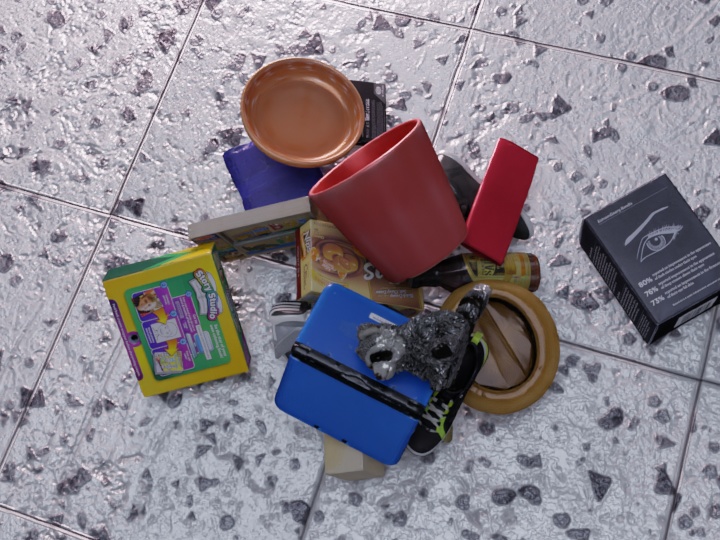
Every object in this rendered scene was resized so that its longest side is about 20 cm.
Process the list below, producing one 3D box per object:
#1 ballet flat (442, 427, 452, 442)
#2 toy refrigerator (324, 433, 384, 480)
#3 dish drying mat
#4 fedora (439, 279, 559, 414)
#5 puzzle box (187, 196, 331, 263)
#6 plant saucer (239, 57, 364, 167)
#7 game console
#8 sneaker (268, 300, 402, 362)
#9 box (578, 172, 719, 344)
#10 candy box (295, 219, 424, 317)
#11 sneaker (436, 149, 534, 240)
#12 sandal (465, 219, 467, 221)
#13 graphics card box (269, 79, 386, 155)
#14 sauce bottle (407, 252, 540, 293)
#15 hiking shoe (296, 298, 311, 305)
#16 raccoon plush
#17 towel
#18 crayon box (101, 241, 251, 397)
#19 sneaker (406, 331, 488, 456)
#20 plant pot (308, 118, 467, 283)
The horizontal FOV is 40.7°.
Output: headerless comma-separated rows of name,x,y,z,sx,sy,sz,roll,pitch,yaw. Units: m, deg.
ballet flat,0.093,0.160,1.454,0.070,0.071,0.201,-30,66,-4
toy refrigerator,-0.014,0.205,1.446,0.070,0.076,0.201,-12,68,24
dish drying mat,0.212,-0.107,1.483,0.076,0.018,0.201,29,65,-13
fedora,0.200,0.115,1.451,0.199,0.082,0.202,-1,79,5
puzzle box,-0.149,-0.060,1.498,0.199,0.133,0.026,-12,70,14
plant saucer,-0.093,-0.247,1.546,0.199,0.038,0.201,5,64,-9
game console,0.002,0.145,1.358,0.199,0.118,0.171,26,67,5
sneaker,-0.034,0.107,1.416,0.198,0.075,0.116,3,108,8
box,0.443,-0.018,1.455,0.147,0.104,0.201,-28,68,-2
candy box,0.000,0.000,1.481,0.199,0.055,0.116,11,67,-29
sneaker,0.173,-0.091,1.510,0.200,0.071,0.099,38,56,-2
sandal,0.113,-0.129,1.575,0.076,0.043,0.201,-30,69,-4
graphics card box,-0.056,-0.258,1.608,0.198,0.051,0.126,4,62,-9
sauce bottle,0.172,0.006,1.482,0.198,0.066,0.066,-2,69,-10
hiking shoe,-0.051,0.050,1.502,0.075,0.101,0.201,27,76,17
raccoon plush,0.079,0.080,1.304,0.133,0.097,0.200,20,37,17
towel,-0.130,-0.141,1.617,0.147,0.050,0.201,-26,69,5
crayon box,-0.278,0.076,1.490,0.171,0.058,0.201,-15,109,1
sneaker,0.113,0.170,1.368,0.071,0.083,0.201,28,94,10
plant pot,0.051,-0.093,1.410,0.200,0.200,0.178,-35,103,-6
